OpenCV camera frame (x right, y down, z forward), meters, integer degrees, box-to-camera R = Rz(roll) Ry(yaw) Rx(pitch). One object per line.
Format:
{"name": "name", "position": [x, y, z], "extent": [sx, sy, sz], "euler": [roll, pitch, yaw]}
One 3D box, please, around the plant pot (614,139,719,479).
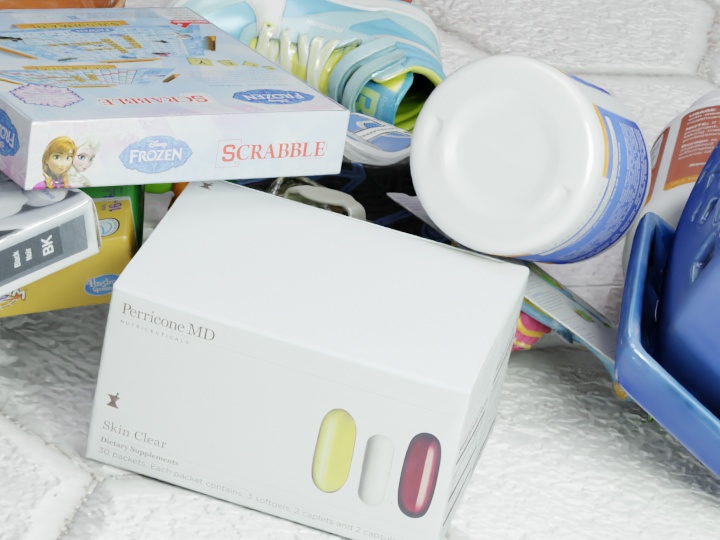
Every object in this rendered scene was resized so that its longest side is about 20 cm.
{"name": "plant pot", "position": [0.256, 0.022, 1.617], "extent": [0.200, 0.180, 0.200], "euler": [41, 25, -13]}

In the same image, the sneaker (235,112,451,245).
{"name": "sneaker", "position": [0.024, -0.065, 1.833], "extent": [0.199, 0.076, 0.077], "euler": [14, 35, -2]}

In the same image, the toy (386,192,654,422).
{"name": "toy", "position": [0.100, 0.026, 1.707], "extent": [0.199, 0.047, 0.115], "euler": [33, 9, 13]}

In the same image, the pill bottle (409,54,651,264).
{"name": "pill bottle", "position": [0.107, -0.060, 1.676], "extent": [0.112, 0.113, 0.200], "euler": [21, 4, 17]}

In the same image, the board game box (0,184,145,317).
{"name": "board game box", "position": [-0.224, -0.023, 1.641], "extent": [0.199, 0.041, 0.153], "euler": [-8, 29, 2]}

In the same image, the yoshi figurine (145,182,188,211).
{"name": "yoshi figurine", "position": [-0.187, -0.079, 1.792], "extent": [0.199, 0.113, 0.112], "euler": [21, -18, -11]}

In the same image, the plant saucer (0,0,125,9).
{"name": "plant saucer", "position": [-0.264, -0.196, 2.017], "extent": [0.199, 0.032, 0.201], "euler": [10, 28, -5]}

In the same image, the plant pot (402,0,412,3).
{"name": "plant pot", "position": [-0.018, -0.283, 2.117], "extent": [0.199, 0.178, 0.201], "euler": [9, 28, -5]}

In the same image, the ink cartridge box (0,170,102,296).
{"name": "ink cartridge box", "position": [-0.274, -0.020, 1.563], "extent": [0.199, 0.044, 0.198], "euler": [-26, 35, -27]}

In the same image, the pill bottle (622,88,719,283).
{"name": "pill bottle", "position": [0.232, -0.041, 1.838], "extent": [0.111, 0.113, 0.200], "euler": [15, 28, 6]}

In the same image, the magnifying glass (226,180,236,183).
{"name": "magnifying glass", "position": [-0.056, -0.100, 1.931], "extent": [0.079, 0.023, 0.200], "euler": [25, 30, 22]}

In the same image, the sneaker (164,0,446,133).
{"name": "sneaker", "position": [-0.030, -0.136, 1.907], "extent": [0.199, 0.080, 0.131], "euler": [3, 29, -15]}

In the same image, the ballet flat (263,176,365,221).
{"name": "ballet flat", "position": [0.000, 0.000, 1.719], "extent": [0.072, 0.072, 0.200], "euler": [-10, 36, -36]}

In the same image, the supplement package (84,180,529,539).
{"name": "supplement package", "position": [-0.027, 0.049, 1.573], "extent": [0.199, 0.111, 0.156], "euler": [16, 28, 8]}

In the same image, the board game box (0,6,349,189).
{"name": "board game box", "position": [-0.141, -0.101, 1.637], "extent": [0.199, 0.041, 0.199], "euler": [-4, 23, -31]}
